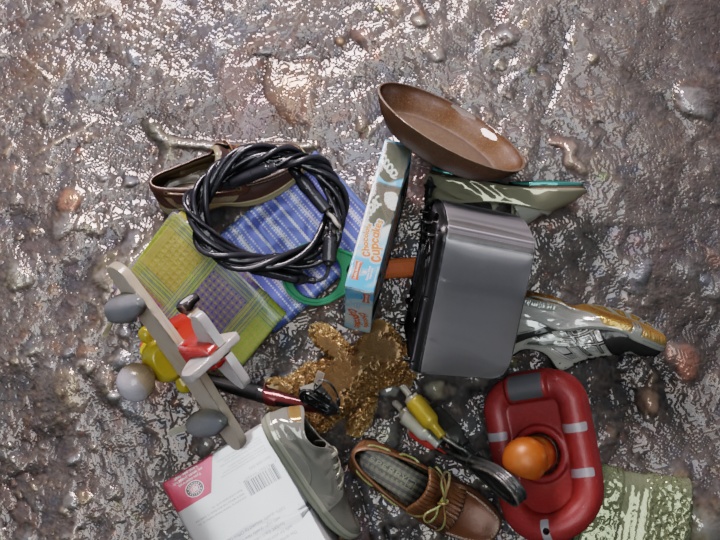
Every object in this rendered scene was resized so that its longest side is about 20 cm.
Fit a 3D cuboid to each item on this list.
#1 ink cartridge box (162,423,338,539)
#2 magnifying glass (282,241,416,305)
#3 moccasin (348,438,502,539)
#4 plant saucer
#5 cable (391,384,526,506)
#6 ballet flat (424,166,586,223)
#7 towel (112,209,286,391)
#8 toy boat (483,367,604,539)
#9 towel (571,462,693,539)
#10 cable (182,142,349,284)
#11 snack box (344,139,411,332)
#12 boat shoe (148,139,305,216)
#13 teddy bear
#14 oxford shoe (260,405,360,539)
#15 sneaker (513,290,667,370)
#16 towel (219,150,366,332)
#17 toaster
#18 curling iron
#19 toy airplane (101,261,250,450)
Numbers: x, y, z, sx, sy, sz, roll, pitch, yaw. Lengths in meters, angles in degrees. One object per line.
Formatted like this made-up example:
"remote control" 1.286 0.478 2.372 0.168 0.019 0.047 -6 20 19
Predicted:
"ink cartridge box" -0.123 0.305 1.230 0.145 0.085 0.200 -30 82 0
"magnifying glass" 0.000 0.000 1.275 0.199 0.022 0.080 -4 90 -2
"moccasin" 0.078 0.265 1.226 0.201 0.078 0.074 35 87 5
"plant saucer" 0.102 -0.160 1.223 0.200 0.200 0.037 32 114 5
"cable" 0.111 0.218 1.186 0.050 0.097 0.200 -28 50 -20
"ballet flat" 0.177 -0.087 1.266 0.199 0.069 0.070 7 85 8
"towel" -0.205 0.035 1.278 0.200 0.023 0.144 42 101 6
"toy boat" 0.204 0.217 1.185 0.130 0.131 0.201 -13 82 27
"towel" 0.324 0.339 1.228 0.148 0.036 0.201 9 85 3
"cable" -0.114 -0.074 1.228 0.199 0.051 0.164 14 90 -7
"snack box" 0.021 -0.040 1.209 0.037 0.116 0.201 13 65 5
"boat shoe" -0.166 -0.123 1.271 0.199 0.072 0.072 -13 62 5
"teddy bear" -0.027 0.138 1.258 0.145 0.067 0.200 42 94 15
"oxford shoe" -0.045 0.240 1.208 0.058 0.075 0.200 -31 111 1
"sneaker" 0.269 0.086 1.247 0.199 0.076 0.088 13 101 7
"towel" -0.084 -0.037 1.291 0.200 0.024 0.145 -41 85 -2
"toaster" 0.119 0.010 1.179 0.118 0.181 0.201 9 103 -3
"curling iron" -0.112 0.143 1.232 0.199 0.026 0.050 7 124 25
"toy airplane" -0.210 0.103 1.154 0.141 0.199 0.200 -35 63 -13
